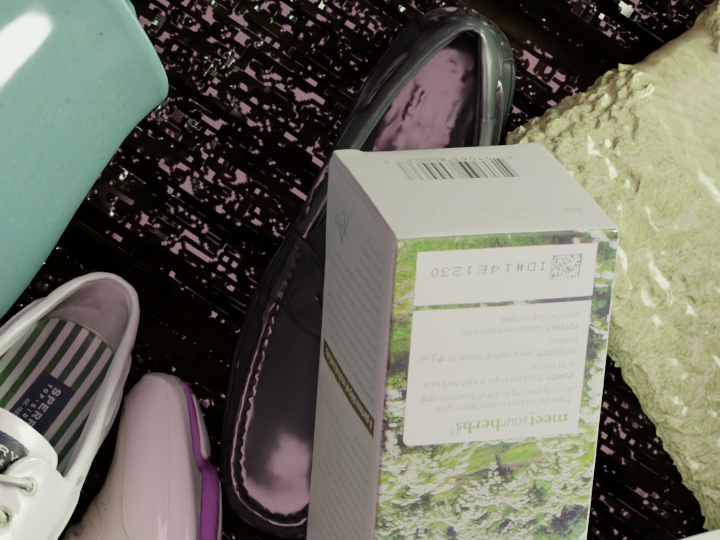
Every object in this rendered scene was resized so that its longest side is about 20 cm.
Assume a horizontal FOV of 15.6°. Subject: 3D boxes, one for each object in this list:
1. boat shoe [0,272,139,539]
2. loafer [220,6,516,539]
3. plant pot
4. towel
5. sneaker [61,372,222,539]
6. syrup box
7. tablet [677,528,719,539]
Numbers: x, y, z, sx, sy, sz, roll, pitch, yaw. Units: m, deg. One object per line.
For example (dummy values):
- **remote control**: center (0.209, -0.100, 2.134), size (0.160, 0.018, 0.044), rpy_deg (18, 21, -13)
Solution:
- **boat shoe**: center (-0.129, 0.068, 0.855), size (0.073, 0.200, 0.067), rpy_deg (27, 130, -4)
- **loafer**: center (0.000, 0.000, 0.941), size (0.068, 0.070, 0.202), rpy_deg (23, 89, 0)
- **plant pot**: center (-0.174, -0.055, 0.884), size (0.188, 0.200, 0.200), rpy_deg (-39, 90, -7)
- **towel**: center (0.152, 0.002, 0.951), size (0.148, 0.036, 0.201), rpy_deg (-33, 99, -6)
- **sneaker**: center (-0.103, 0.133, 0.936), size (0.099, 0.075, 0.201), rpy_deg (11, 89, -1)
- **syrup box**: center (0.030, 0.065, 0.895), size (0.078, 0.081, 0.201), rpy_deg (-3, 114, -16)
- **tablet**: center (0.141, 0.176, 0.924), size (0.129, 0.014, 0.201), rpy_deg (-14, 116, -7)
